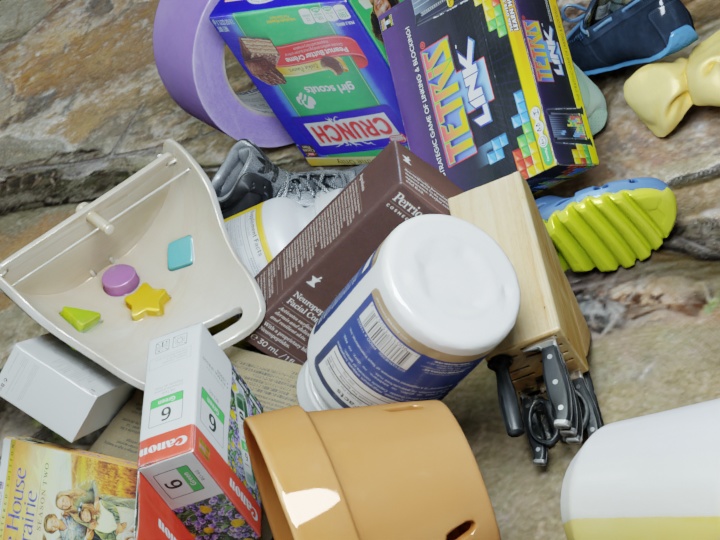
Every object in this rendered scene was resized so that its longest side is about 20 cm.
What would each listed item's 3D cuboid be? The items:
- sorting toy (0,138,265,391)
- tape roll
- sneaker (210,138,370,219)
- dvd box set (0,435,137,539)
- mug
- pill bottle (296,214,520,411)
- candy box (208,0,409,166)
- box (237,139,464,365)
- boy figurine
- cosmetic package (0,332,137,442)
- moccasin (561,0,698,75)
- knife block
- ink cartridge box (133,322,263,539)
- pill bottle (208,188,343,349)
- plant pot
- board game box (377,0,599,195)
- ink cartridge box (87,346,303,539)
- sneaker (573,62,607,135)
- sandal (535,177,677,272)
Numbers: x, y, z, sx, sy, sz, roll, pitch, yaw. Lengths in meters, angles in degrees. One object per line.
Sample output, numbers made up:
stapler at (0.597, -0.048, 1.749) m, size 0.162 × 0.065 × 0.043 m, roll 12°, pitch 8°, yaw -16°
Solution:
sorting toy at (-0.176, 0.019, 1.587) m, size 0.200 × 0.107 × 0.180 m, roll -36°, pitch 55°, yaw -21°
tape roll at (-0.096, -0.227, 1.891) m, size 0.200 × 0.200 × 0.085 m, roll -42°, pitch 38°, yaw -13°
sneaker at (-0.056, -0.074, 1.756) m, size 0.200 × 0.114 × 0.076 m, roll -24°, pitch 37°, yaw 12°
dvd box set at (-0.224, 0.217, 1.543) m, size 0.200 × 0.029 × 0.146 m, roll 8°, pitch 90°, yaw 43°
mug at (0.208, 0.167, 1.265) m, size 0.153 × 0.149 × 0.187 m, roll -7°, pitch 36°, yaw 42°
pill bottle at (0.027, 0.052, 1.433) m, size 0.200 × 0.111 × 0.111 m, roll -50°, pitch 13°, yaw 52°
candy box at (-0.017, -0.190, 1.788) m, size 0.169 × 0.200 × 0.077 m, roll 0°, pitch 48°, yaw 40°
box at (0.000, 0.000, 1.586) m, size 0.200 × 0.100 × 0.075 m, roll -45°, pitch 26°, yaw 22°
boy figurine at (0.321, -0.168, 1.625) m, size 0.200 × 0.064 × 0.124 m, roll -22°, pitch 27°, yaw 17°
cosmetic package at (-0.230, 0.089, 1.632) m, size 0.051 × 0.083 × 0.200 m, roll -62°, pitch -9°, yaw 11°
moccasin at (0.232, -0.219, 1.704) m, size 0.080 × 0.068 × 0.200 m, roll -29°, pitch 10°, yaw -25°
knife block at (0.122, 0.040, 1.450) m, size 0.064 × 0.200 × 0.176 m, roll -21°, pitch 8°, yaw 14°
ink cartridge box at (-0.117, 0.147, 1.427) m, size 0.050 × 0.109 × 0.200 m, roll -20°, pitch 40°, yaw 15°
pill bottle at (-0.090, 0.003, 1.694) m, size 0.200 × 0.112 × 0.112 m, roll -23°, pitch 37°, yaw 12°
plant pot at (0.014, 0.179, 1.367) m, size 0.140 × 0.200 × 0.200 m, roll -17°, pitch 35°, yaw -9°
board game box at (0.104, -0.155, 1.629) m, size 0.165 × 0.057 × 0.200 m, roll -27°, pitch 72°, yaw 46°
ink cartridge box at (-0.112, 0.148, 1.574) m, size 0.200 × 0.075 × 0.165 m, roll 13°, pitch 57°, yaw 43°
sneaker at (0.139, -0.181, 1.731) m, size 0.074 × 0.118 × 0.200 m, roll -49°, pitch 46°, yaw 5°
sandal at (0.162, -0.036, 1.586) m, size 0.200 × 0.080 × 0.087 m, roll -18°, pitch 35°, yaw 17°
